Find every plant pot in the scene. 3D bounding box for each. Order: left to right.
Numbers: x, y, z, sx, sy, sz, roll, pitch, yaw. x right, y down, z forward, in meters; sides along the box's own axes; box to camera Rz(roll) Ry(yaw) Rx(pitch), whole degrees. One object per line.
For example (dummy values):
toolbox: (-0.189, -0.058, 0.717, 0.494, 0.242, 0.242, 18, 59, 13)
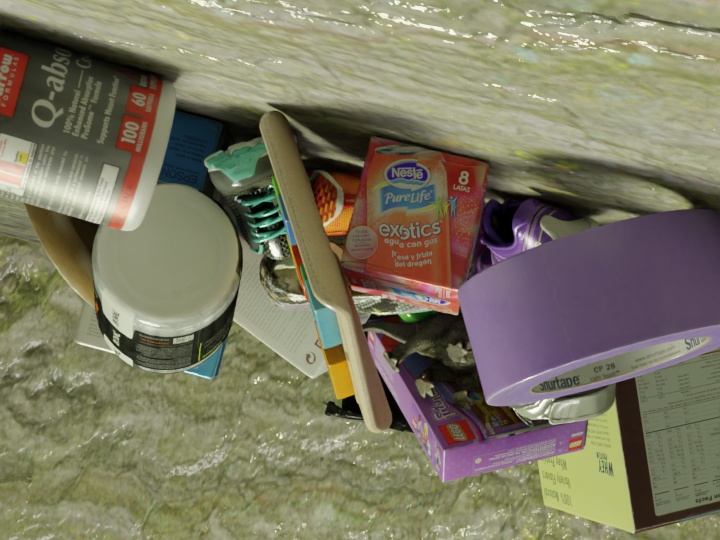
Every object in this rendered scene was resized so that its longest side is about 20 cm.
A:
plant pot: (-0.242, -0.057, 1.635, 0.027, 0.202, 0.200, -23, 161, 19)

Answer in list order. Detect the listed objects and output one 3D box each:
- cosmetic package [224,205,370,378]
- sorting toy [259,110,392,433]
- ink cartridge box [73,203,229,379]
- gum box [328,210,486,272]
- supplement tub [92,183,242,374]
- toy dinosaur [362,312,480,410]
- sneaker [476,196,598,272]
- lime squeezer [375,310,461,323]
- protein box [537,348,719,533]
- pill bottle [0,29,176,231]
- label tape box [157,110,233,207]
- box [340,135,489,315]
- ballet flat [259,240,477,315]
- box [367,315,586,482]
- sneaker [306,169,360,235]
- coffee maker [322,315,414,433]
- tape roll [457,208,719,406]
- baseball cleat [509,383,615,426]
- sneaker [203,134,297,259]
cosmetic package: (-0.093, 0.011, 1.673, 0.199, 0.074, 0.102, 37, -172, 6)
sorting toy: (-0.031, 0.006, 1.357, 0.036, 0.186, 0.201, -19, 146, 0)
ink cartridge box: (-0.185, -0.009, 1.778, 0.143, 0.202, 0.085, 15, 179, 0)
gum box: (0.052, -0.023, 1.659, 0.198, 0.067, 0.113, 10, 173, 38)
supplement tub: (-0.162, 0.014, 1.502, 0.121, 0.124, 0.200, 15, 161, -3)
toy dinosaur: (0.085, 0.067, 1.589, 0.199, 0.078, 0.102, -8, -161, 41)
sneaker: (0.132, -0.028, 1.476, 0.083, 0.081, 0.200, 32, 166, -5)
lime squeezer: (0.043, 0.023, 1.672, 0.199, 0.038, 0.070, 10, -156, 39)
protein box: (0.247, 0.112, 1.618, 0.133, 0.203, 0.198, -10, -177, -17)
pill bottle: (-0.242, -0.108, 1.305, 0.198, 0.117, 0.116, 15, 175, -12)
label tape box: (-0.182, -0.098, 1.553, 0.143, 0.064, 0.200, 15, 175, 4)
box: (0.044, -0.032, 1.412, 0.094, 0.104, 0.200, 13, 174, 4)
ballet flat: (0.000, 0.000, 1.549, 0.198, 0.073, 0.072, -3, 169, 23)
box: (0.101, 0.102, 1.625, 0.135, 0.039, 0.200, -10, -144, -16)
sneaker: (-0.048, -0.056, 1.603, 0.076, 0.074, 0.199, 6, -177, -33)
coffee maker: (0.060, 0.069, 1.888, 0.133, 0.202, 0.192, 11, 177, 15)
tape roll: (0.174, 0.029, 1.290, 0.198, 0.086, 0.200, -14, 169, -3)
baseball cleat: (0.194, 0.053, 1.478, 0.106, 0.200, 0.070, 45, -149, -7)
sneaker: (-0.073, -0.055, 1.456, 0.077, 0.092, 0.200, -17, 174, 6)
